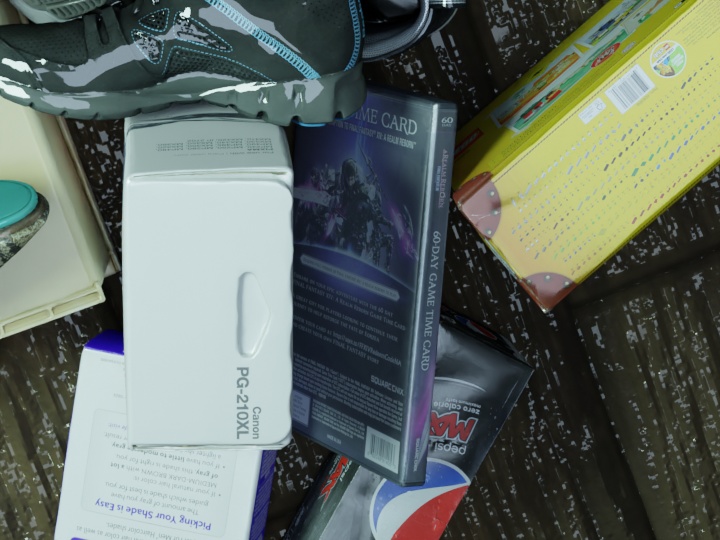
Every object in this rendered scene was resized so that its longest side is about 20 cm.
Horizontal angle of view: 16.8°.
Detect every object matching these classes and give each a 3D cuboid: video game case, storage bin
[{"bbox_3d":[0.000,0.000,1.304,0.019,0.143,0.201,-1,102,-31],"label":"video game case"},{"bbox_3d":[-0.255,-0.051,1.295,0.198,0.094,0.201,-20,102,0],"label":"storage bin"}]

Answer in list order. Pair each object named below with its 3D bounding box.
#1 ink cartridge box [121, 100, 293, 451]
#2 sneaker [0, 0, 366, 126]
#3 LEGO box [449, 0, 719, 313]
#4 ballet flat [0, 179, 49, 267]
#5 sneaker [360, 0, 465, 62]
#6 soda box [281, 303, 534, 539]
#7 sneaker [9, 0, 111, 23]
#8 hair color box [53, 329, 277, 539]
[{"bbox_3d":[-0.080,-0.011,1.253,0.084,0.200,0.146,-1,109,-5],"label":"ink cartridge box"},{"bbox_3d":[-0.096,-0.120,1.215,0.199,0.073,0.082,0,109,-3],"label":"sneaker"},{"bbox_3d":[0.138,-0.083,1.293,0.200,0.149,0.077,-41,102,4],"label":"LEGO box"},{"bbox_3d":[-0.252,-0.004,1.232,0.199,0.068,0.076,-3,123,2],"label":"ballet flat"},{"bbox_3d":[-0.041,-0.151,1.282,0.199,0.114,0.076,0,100,-5],"label":"sneaker"},{"bbox_3d":[0.017,0.119,1.360,0.063,0.071,0.201,27,98,-14],"label":"soda box"},{"bbox_3d":[-0.092,-0.196,1.248,0.199,0.100,0.078,-11,137,20],"label":"sneaker"},{"bbox_3d":[-0.110,0.143,1.350,0.109,0.065,0.201,11,98,6],"label":"hair color box"}]
